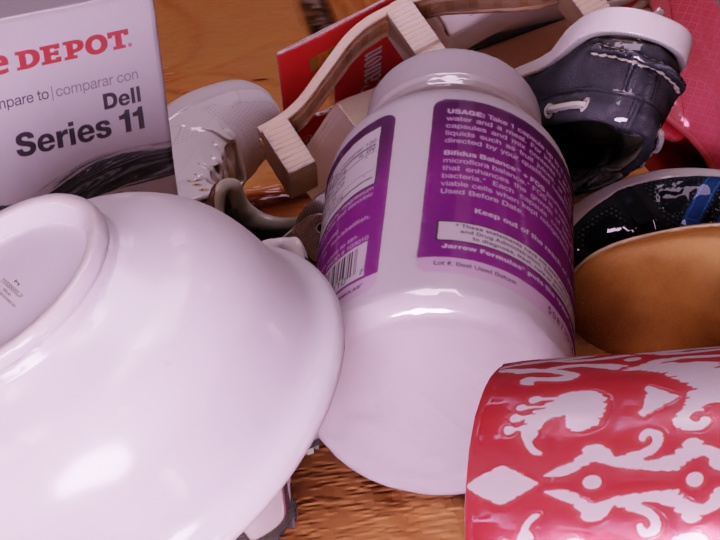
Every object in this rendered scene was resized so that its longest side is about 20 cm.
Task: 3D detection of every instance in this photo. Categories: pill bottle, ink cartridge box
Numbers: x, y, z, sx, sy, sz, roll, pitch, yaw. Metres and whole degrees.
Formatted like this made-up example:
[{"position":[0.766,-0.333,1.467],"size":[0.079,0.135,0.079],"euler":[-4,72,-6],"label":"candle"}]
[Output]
[{"position":[0.037,-0.008,0.906],"size":[0.112,0.112,0.200],"euler":[-3,39,8],"label":"pill bottle"},{"position":[0.040,-0.118,1.224],"size":[0.176,0.045,0.200],"euler":[-32,-13,-8],"label":"ink cartridge box"},{"position":[-0.163,-0.030,0.964],"size":[0.147,0.200,0.083],"euler":[-16,23,-24],"label":"ink cartridge box"}]

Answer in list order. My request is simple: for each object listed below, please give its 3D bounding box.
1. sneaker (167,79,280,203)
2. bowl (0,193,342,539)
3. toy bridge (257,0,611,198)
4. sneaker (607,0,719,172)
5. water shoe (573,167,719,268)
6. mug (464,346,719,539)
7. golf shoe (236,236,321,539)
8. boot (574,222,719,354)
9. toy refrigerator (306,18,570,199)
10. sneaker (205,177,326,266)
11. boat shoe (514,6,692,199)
[{"position":[-0.087,-0.037,1.153],"size":[0.116,0.074,0.200],"euler":[15,41,40],"label":"sneaker"},{"position":[-0.114,0.035,0.793],"size":[0.201,0.090,0.201],"euler":[-24,34,17],"label":"bowl"},{"position":[0.035,-0.111,1.088],"size":[0.200,0.027,0.067],"euler":[-28,64,-10],"label":"toy bridge"},{"position":[0.166,-0.109,1.111],"size":[0.087,0.200,0.074],"euler":[-37,12,-37],"label":"sneaker"},{"position":[0.185,-0.008,0.996],"size":[0.200,0.072,0.079],"euler":[-8,23,-4],"label":"water shoe"},{"position":[0.137,0.088,0.673],"size":[0.200,0.134,0.178],"euler":[-2,19,21],"label":"mug"},{"position":[-0.059,0.057,0.868],"size":[0.077,0.088,0.200],"euler":[1,22,13],"label":"golf shoe"},{"position":[0.177,0.035,0.879],"size":[0.201,0.071,0.144],"euler":[4,19,13],"label":"boot"},{"position":[0.064,-0.072,1.172],"size":[0.200,0.070,0.076],"euler":[-24,71,-40],"label":"toy refrigerator"},{"position":[0.000,0.000,1.018],"size":[0.200,0.076,0.070],"euler":[6,23,30],"label":"sneaker"},{"position":[0.103,-0.068,1.029],"size":[0.076,0.060,0.200],"euler":[17,-16,-2],"label":"boat shoe"}]
